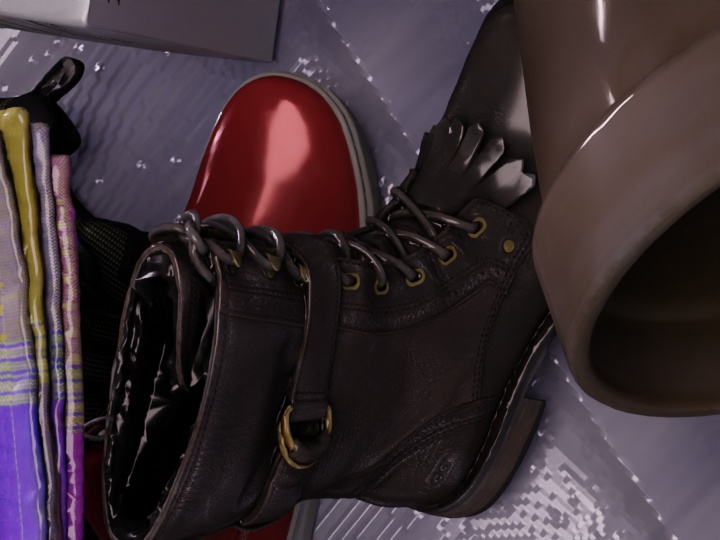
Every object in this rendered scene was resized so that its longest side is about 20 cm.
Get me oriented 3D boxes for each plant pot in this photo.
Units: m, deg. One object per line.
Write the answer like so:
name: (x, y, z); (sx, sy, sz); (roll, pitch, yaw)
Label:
plant pot: (0.124, -0.079, 0.721); (0.199, 0.200, 0.174); (-32, 61, 18)

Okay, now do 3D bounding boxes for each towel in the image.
towel: (-0.146, 0.057, 0.737); (0.143, 0.023, 0.201); (-5, 85, 30)

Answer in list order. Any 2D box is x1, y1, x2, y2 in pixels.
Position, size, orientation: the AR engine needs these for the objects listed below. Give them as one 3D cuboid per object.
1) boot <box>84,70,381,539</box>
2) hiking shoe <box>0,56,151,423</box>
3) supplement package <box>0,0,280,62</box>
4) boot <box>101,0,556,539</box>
boot: (-0.056, 0.029, 0.799); (0.072, 0.144, 0.201); (11, 92, 23)
hiking shoe: (-0.110, 0.027, 0.857); (0.100, 0.076, 0.201); (-24, 80, 23)
supplement package: (-0.132, -0.183, 0.828); (0.199, 0.147, 0.192); (11, 94, 21)
boot: (0.000, 0.000, 0.755); (0.069, 0.174, 0.201); (17, 97, 39)
